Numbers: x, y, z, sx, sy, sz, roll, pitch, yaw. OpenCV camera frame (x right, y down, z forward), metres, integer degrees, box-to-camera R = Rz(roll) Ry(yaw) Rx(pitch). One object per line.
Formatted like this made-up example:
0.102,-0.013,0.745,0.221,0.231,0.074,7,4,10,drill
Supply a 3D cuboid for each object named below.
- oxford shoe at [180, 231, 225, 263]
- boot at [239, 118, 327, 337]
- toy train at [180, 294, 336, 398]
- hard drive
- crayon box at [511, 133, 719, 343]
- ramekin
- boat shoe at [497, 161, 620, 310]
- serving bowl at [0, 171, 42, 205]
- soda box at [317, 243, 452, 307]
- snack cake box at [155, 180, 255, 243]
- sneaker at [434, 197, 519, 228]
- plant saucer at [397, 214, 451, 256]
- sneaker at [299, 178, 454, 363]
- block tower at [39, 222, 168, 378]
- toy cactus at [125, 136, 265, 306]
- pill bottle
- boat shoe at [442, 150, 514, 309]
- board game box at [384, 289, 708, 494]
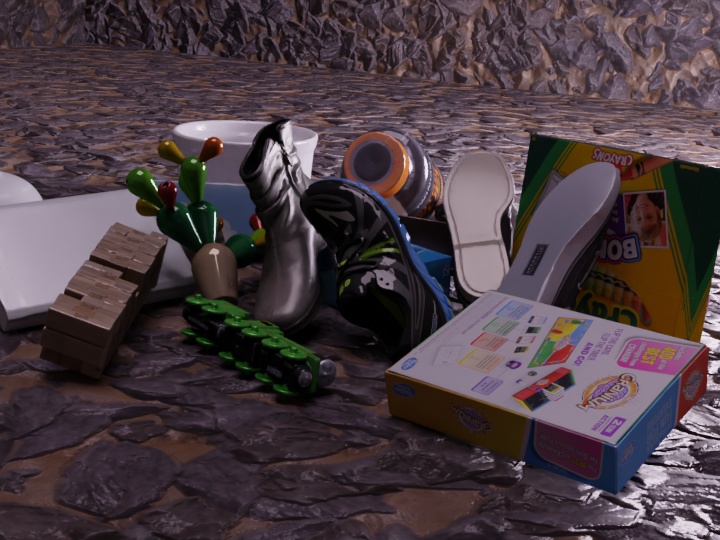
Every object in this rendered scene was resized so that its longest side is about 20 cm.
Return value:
-0.220,-0.019,1.232,0.074,0.059,0.198,18,23,39,oxford shoe
-0.083,-0.042,1.099,0.067,0.132,0.202,-12,38,20,boot
-0.089,0.062,1.001,0.056,0.042,0.199,5,11,-38,toy train
-0.270,-0.016,1.136,0.198,0.026,0.133,-12,57,-38,hard drive
0.239,-0.028,1.126,0.058,0.176,0.198,1,12,-45,crayon box
-0.158,-0.142,1.610,0.197,0.100,0.201,4,15,-1,ramekin
0.180,-0.008,1.062,0.068,0.057,0.201,12,61,48,boat shoe
-0.474,-0.086,1.406,0.196,0.067,0.200,3,15,-1,serving bowl
0.000,0.000,1.182,0.063,0.069,0.198,-11,21,-40,soda box
-0.151,-0.067,1.363,0.196,0.069,0.115,3,5,-2,snack cake box
0.179,-0.053,1.419,0.196,0.077,0.081,9,5,-14,sneaker
0.061,-0.031,1.287,0.197,0.037,0.200,10,-3,1,plant saucer
0.006,-0.003,1.053,0.082,0.071,0.201,-20,66,-38,sneaker
-0.221,0.021,1.025,0.057,0.055,0.201,20,23,-2,block tower
-0.143,-0.037,1.166,0.101,0.167,0.200,-28,-34,16,toy cactus
0.037,-0.103,1.376,0.104,0.108,0.200,7,-6,15,pill bottle
0.118,-0.034,1.173,0.071,0.063,0.202,0,50,4,boat shoe
0.141,0.084,0.896,0.198,0.041,0.152,15,34,37,board game box
